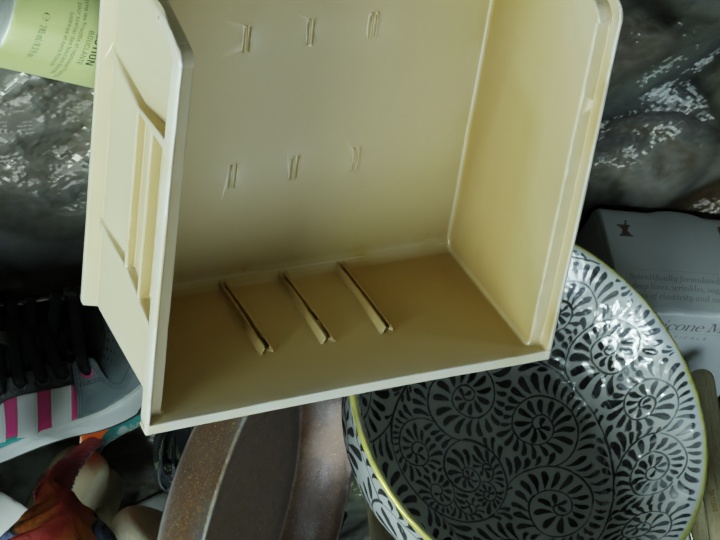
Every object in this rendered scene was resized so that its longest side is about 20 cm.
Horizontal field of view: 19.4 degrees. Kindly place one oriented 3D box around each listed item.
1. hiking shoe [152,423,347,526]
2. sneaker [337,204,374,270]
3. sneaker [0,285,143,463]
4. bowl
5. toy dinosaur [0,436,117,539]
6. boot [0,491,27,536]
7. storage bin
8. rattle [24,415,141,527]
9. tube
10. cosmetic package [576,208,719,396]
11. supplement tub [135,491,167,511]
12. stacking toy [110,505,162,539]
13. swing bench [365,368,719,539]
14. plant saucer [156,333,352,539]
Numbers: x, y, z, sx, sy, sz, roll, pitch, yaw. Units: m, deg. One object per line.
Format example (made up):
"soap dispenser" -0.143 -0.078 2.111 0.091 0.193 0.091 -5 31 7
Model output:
"hiking shoe" -0.078 0.105 1.132 0.101 0.076 0.200 20 154 25
"sneaker" 0.000 0.000 1.096 0.088 0.076 0.200 -30 146 -27
"sneaker" -0.183 0.038 1.067 0.200 0.084 0.121 -26 153 22
"bowl" 0.065 0.083 1.057 0.201 0.201 0.094 7 152 -26
"toy dinosaur" -0.155 0.129 0.970 0.105 0.200 0.182 -6 148 -11
"boot" -0.251 0.149 1.166 0.200 0.073 0.090 20 160 6
"storage bin" -0.008 -0.051 0.911 0.200 0.094 0.199 -9 128 -24
"rattle" -0.201 0.119 1.218 0.130 0.143 0.200 -25 144 -45
"tube" -0.071 -0.098 0.931 0.200 0.052 0.058 10 162 -33
"cosmetic package" 0.143 0.054 1.196 0.102 0.074 0.200 3 144 -20
"supplement tub" -0.079 0.245 1.285 0.145 0.200 0.145 -8 145 -6
"stacking toy" -0.157 0.234 1.205 0.085 0.085 0.200 29 101 -44
"swing bench" 0.110 0.181 1.130 0.199 0.200 0.130 -11 140 13
"plant saucer" -0.052 0.119 1.010 0.034 0.200 0.200 13 150 16
